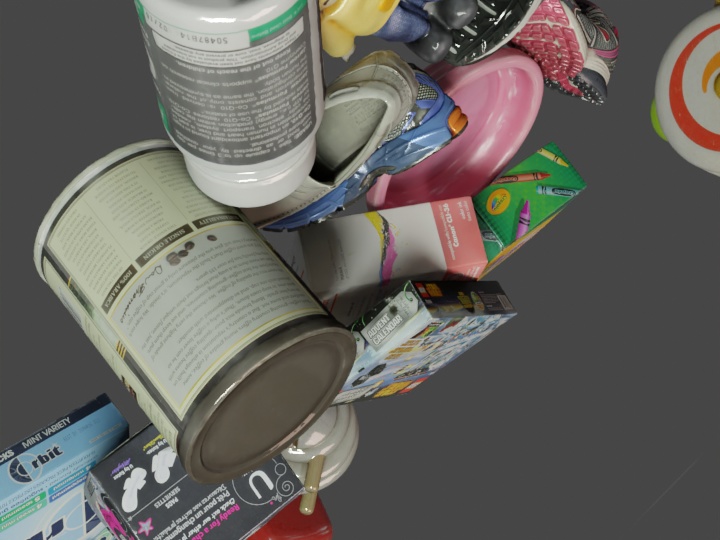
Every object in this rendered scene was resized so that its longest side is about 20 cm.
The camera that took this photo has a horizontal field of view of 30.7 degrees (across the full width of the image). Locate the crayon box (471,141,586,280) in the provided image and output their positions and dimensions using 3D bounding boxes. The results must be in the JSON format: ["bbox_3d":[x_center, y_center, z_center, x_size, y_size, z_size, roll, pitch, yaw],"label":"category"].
[{"bbox_3d":[0.126,-0.037,1.293,0.118,0.059,0.200,-35,174,-26],"label":"crayon box"}]

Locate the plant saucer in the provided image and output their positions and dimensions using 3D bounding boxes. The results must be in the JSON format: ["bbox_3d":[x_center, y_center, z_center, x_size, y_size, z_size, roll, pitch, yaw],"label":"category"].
[{"bbox_3d":[0.076,-0.122,1.173,0.199,0.051,0.201,-35,155,-19],"label":"plant saucer"}]

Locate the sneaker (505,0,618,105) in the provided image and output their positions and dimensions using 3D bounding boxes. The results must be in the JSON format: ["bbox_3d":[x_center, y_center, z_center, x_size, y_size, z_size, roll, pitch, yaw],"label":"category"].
[{"bbox_3d":[0.181,-0.215,1.172,0.076,0.080,0.200,-69,157,-3],"label":"sneaker"}]

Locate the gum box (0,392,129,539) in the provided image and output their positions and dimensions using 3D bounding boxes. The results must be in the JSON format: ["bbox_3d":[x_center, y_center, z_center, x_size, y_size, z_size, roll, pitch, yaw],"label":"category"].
[{"bbox_3d":[-0.285,0.217,1.162,0.169,0.045,0.201,-30,152,-29],"label":"gum box"}]

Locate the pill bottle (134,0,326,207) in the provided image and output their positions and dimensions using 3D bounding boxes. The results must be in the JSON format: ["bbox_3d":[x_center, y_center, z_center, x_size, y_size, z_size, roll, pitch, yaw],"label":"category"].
[{"bbox_3d":[-0.079,-0.135,0.840,0.112,0.113,0.201,-34,153,-18],"label":"pill bottle"}]

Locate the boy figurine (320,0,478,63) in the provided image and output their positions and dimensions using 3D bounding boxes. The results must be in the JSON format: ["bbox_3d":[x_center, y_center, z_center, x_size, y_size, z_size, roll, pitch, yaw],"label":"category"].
[{"bbox_3d":[0.009,-0.203,0.931,0.125,0.065,0.199,-50,157,21],"label":"boy figurine"}]

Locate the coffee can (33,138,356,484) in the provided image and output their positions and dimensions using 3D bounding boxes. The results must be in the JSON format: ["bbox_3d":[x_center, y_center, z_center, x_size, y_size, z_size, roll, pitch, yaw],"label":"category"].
[{"bbox_3d":[-0.118,0.026,0.929,0.145,0.200,0.147,-34,154,-19],"label":"coffee can"}]

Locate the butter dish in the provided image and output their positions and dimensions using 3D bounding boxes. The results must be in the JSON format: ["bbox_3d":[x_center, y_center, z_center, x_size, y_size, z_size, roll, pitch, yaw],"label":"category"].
[{"bbox_3d":[-0.109,0.329,1.484,0.201,0.148,0.198,-53,154,20],"label":"butter dish"}]

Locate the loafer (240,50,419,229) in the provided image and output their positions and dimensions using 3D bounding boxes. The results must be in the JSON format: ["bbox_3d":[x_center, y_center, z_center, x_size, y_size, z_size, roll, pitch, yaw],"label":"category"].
[{"bbox_3d":[-0.040,-0.088,0.976,0.199,0.070,0.070,-39,-167,32],"label":"loafer"}]

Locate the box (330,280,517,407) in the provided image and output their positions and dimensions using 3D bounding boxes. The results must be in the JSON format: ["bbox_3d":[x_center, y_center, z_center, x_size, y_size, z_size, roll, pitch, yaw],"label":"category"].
[{"bbox_3d":[0.040,0.061,1.117,0.136,0.040,0.199,-38,164,20],"label":"box"}]

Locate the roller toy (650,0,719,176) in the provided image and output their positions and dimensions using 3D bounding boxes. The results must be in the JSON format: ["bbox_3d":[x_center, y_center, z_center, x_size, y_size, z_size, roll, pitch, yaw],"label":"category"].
[{"bbox_3d":[0.419,-0.193,1.424,0.201,0.183,0.139,-52,153,19],"label":"roller toy"}]

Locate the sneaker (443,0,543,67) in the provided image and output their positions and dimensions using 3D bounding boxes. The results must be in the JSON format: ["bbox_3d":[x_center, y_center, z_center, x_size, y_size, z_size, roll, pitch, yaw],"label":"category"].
[{"bbox_3d":[0.136,-0.243,1.052,0.201,0.074,0.079,-49,160,11],"label":"sneaker"}]

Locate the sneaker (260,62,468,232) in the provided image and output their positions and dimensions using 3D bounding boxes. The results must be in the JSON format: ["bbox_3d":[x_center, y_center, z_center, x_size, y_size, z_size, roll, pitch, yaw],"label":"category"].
[{"bbox_3d":[-0.012,-0.097,1.061,0.198,0.079,0.075,-31,-176,8],"label":"sneaker"}]

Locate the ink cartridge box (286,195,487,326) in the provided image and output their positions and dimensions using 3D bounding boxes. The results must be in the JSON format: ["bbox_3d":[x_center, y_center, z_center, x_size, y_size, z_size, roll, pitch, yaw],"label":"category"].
[{"bbox_3d":[0.000,0.000,1.153,0.197,0.068,0.117,-10,160,-13],"label":"ink cartridge box"}]

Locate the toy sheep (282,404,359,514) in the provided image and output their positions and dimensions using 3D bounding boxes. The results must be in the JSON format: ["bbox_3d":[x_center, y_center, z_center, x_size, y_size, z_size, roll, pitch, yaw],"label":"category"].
[{"bbox_3d":[-0.062,0.161,1.310,0.137,0.138,0.200,-33,167,-21],"label":"toy sheep"}]

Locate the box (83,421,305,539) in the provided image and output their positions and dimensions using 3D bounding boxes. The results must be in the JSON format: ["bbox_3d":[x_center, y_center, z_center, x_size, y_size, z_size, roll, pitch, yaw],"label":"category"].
[{"bbox_3d":[-0.140,0.177,1.057,0.132,0.115,0.200,-37,177,-18],"label":"box"}]
